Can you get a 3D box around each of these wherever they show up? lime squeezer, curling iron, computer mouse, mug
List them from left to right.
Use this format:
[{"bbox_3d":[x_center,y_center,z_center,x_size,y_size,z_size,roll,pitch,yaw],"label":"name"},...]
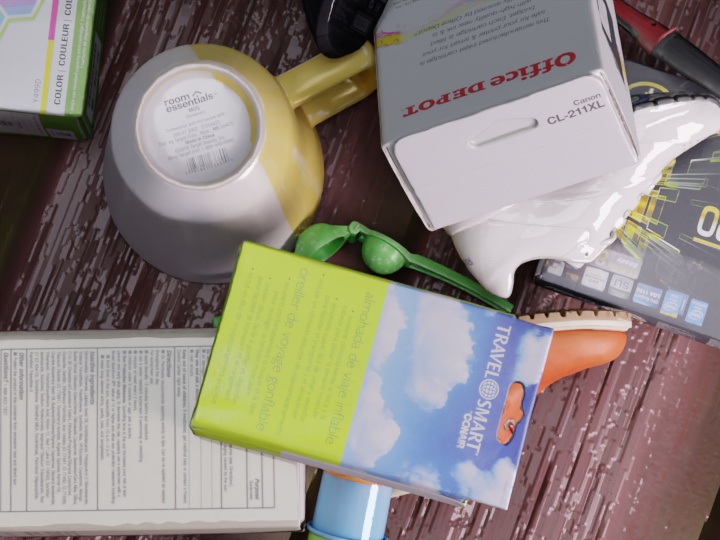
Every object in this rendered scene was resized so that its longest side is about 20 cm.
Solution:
[{"bbox_3d":[-0.090,-0.093,1.628,0.149,0.153,0.187,28,82,5],"label":"mug"},{"bbox_3d":[0.000,0.000,1.663,0.199,0.038,0.071,-3,55,-7],"label":"lime squeezer"},{"bbox_3d":[0.019,-0.229,1.596,0.046,0.140,0.201,24,98,25],"label":"computer mouse"},{"bbox_3d":[0.202,-0.159,1.656,0.050,0.026,0.200,-43,54,2],"label":"curling iron"}]

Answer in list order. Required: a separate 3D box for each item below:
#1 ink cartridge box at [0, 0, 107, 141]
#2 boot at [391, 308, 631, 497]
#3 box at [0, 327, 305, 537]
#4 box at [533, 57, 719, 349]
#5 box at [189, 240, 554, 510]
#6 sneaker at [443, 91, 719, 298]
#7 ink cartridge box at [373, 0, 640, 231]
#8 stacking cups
[{"bbox_3d":[-0.271,-0.173,1.678,0.199,0.076,0.149,5,82,0],"label":"ink cartridge box"},{"bbox_3d":[0.088,0.085,1.646,0.199,0.075,0.108,-16,85,6],"label":"boot"},{"bbox_3d":[-0.134,0.105,1.621,0.199,0.109,0.129,0,81,0],"label":"box"},{"bbox_3d":[0.231,-0.036,1.670,0.199,0.049,0.162,20,85,5],"label":"box"},{"bbox_3d":[0.007,0.067,1.549,0.199,0.048,0.123,15,81,0],"label":"box"},{"bbox_3d":[0.146,-0.054,1.628,0.199,0.075,0.087,-27,96,3],"label":"sneaker"},{"bbox_3d":[0.088,-0.136,1.599,0.145,0.083,0.201,-18,41,14],"label":"ink cartridge box"},{"bbox_3d":[-0.002,0.150,1.602,0.060,0.061,0.201,13,98,2],"label":"stacking cups"}]
